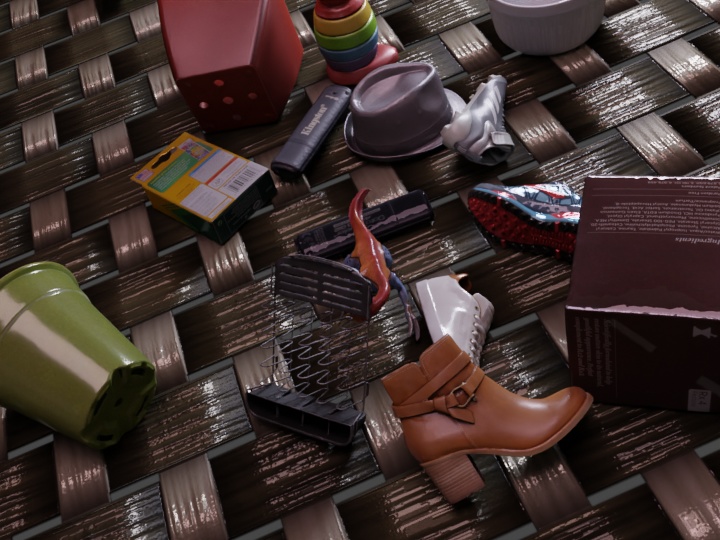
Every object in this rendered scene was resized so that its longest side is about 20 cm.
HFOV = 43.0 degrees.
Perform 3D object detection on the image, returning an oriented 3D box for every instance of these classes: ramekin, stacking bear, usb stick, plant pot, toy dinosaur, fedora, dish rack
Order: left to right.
[{"bbox_3d":[-0.359,0.119,1.130,0.189,0.201,0.200,28,60,22],"label":"plant pot"},{"bbox_3d":[-0.214,-0.344,1.499,0.198,0.200,0.178,-7,58,11],"label":"plant pot"},{"bbox_3d":[-0.056,0.086,1.055,0.152,0.202,0.054,12,18,28],"label":"dish rack"},{"bbox_3d":[-0.074,-0.218,1.428,0.055,0.033,0.201,11,53,28],"label":"usb stick"},{"bbox_3d":[-0.027,-0.415,1.486,0.121,0.201,0.114,26,60,35],"label":"stacking bear"},{"bbox_3d":[0.000,0.000,1.130,0.104,0.202,0.181,-15,2,-6],"label":"toy dinosaur"},{"bbox_3d":[0.006,-0.059,1.268,0.198,0.033,0.056,-20,53,-2],"label":"usb stick"},{"bbox_3d":[0.062,-0.254,1.387,0.198,0.091,0.178,-22,46,-3],"label":"fedora"},{"bbox_3d":[0.300,-0.437,1.469,0.198,0.106,0.201,-9,47,10],"label":"ramekin"}]

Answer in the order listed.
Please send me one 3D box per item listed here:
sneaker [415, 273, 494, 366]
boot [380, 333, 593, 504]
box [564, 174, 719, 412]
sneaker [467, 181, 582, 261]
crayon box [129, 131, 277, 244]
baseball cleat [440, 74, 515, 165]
[{"bbox_3d":[0.124,0.073,1.079,0.084,0.073,0.201,-18,44,4],"label":"sneaker"},{"bbox_3d":[0.133,0.133,0.970,0.199,0.074,0.156,-30,84,-7],"label":"boot"},{"bbox_3d":[0.319,0.021,1.000,0.163,0.167,0.201,4,49,19],"label":"box"},{"bbox_3d":[0.237,-0.074,1.189,0.199,0.080,0.096,21,47,22],"label":"sneaker"},{"bbox_3d":[-0.241,-0.130,1.397,0.199,0.052,0.126,27,61,34],"label":"crayon box"},{"bbox_3d":[0.188,-0.213,1.337,0.106,0.070,0.200,38,49,4],"label":"baseball cleat"}]
